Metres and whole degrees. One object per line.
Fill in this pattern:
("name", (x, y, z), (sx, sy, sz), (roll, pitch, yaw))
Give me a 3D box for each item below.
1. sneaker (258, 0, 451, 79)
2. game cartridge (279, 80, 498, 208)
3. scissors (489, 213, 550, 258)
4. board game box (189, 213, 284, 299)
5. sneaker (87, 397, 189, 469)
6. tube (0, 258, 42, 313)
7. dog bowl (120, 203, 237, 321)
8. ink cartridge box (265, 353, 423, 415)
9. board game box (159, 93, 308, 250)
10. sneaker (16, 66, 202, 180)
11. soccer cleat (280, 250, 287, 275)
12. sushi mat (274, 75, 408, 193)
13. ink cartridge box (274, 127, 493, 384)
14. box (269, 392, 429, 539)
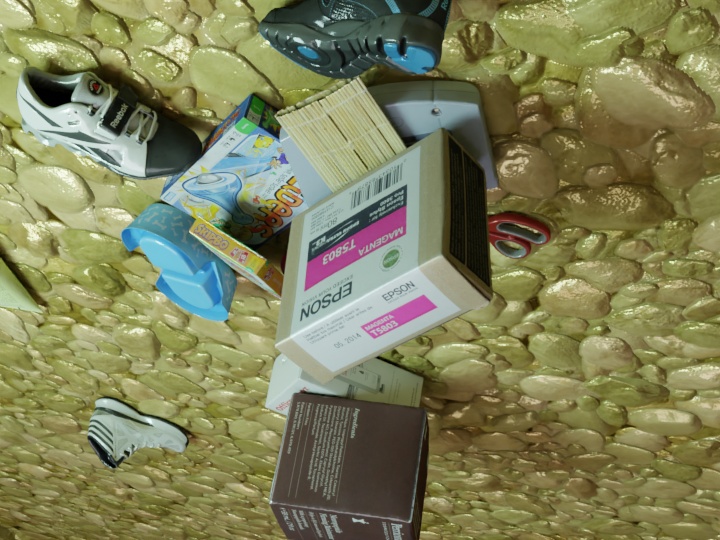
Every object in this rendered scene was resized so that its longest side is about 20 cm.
("sneaker", (-0.003, -0.212, 0.760), (0.198, 0.083, 0.073), (12, 170, 39))
("game cartridge", (0.028, -0.118, 0.884), (0.197, 0.041, 0.134), (-8, 141, 14))
("scissors", (0.113, -0.059, 1.003), (0.197, 0.014, 0.073), (20, 150, -8))
("board game box", (-0.134, -0.010, 1.063), (0.095, 0.030, 0.200), (32, 171, 13))
("sneaker", (-0.426, 0.330, 1.704), (0.199, 0.117, 0.075), (29, 145, -24))
("tube", (-0.535, 0.010, 1.319), (0.058, 0.052, 0.201), (47, 163, 26))
("dog bowl", (-0.223, -0.010, 1.147), (0.110, 0.050, 0.201), (14, 150, 26))
("ink cartridge box", (-0.027, 0.184, 1.361), (0.198, 0.084, 0.146), (24, 147, -17))
("board game box", (-0.119, -0.100, 0.998), (0.134, 0.035, 0.199), (29, 144, -25))
("sneaker", (-0.261, -0.156, 0.929), (0.197, 0.075, 0.089), (14, 150, -2))
("soccer cleat", (0.000, 0.000, 1.078), (0.197, 0.071, 0.087), (-5, 144, 26))
("sushi mat", (0.008, -0.097, 0.873), (0.095, 0.012, 0.200), (-19, 133, 23))
("ink cartridge box", (0.020, -0.013, 0.832), (0.198, 0.166, 0.075), (-29, 128, 30))
("box", (-0.009, 0.291, 1.285), (0.197, 0.166, 0.167), (5, 148, 10))
